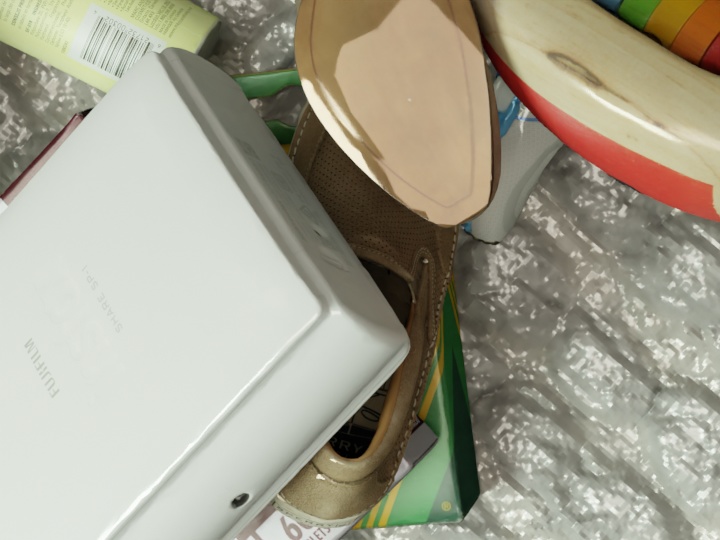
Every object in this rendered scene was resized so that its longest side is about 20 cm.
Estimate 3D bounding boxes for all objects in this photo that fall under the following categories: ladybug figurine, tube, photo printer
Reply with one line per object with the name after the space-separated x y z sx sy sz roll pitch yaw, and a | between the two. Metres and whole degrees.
0.118 -0.081 0.975 0.200 0.136 0.072 38 139 25 | ladybug figurine
-0.157 -0.133 1.106 0.199 0.058 0.052 27 131 0 | tube
-0.093 0.038 0.981 0.200 0.069 0.167 -46 52 17 | photo printer

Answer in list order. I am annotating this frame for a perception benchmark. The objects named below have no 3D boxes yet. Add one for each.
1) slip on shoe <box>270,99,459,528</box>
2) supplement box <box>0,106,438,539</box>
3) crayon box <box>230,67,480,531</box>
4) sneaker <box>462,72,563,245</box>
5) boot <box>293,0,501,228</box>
0.000 0.000 1.018 0.076 0.061 0.201 15 66 -6 | slip on shoe
-0.076 0.039 1.077 0.200 0.061 0.109 46 105 4 | supplement box
-0.024 0.013 1.119 0.126 0.051 0.201 -6 97 13 | crayon box
0.108 -0.092 1.066 0.086 0.075 0.201 27 103 1 | sneaker
0.009 -0.109 1.013 0.070 0.146 0.201 -24 86 9 | boot
